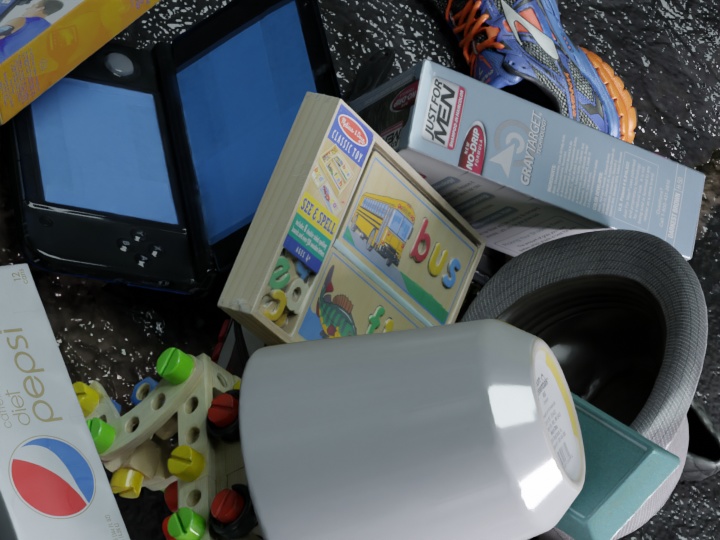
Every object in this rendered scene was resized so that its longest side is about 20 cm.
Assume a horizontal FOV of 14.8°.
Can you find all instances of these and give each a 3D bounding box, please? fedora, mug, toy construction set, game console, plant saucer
[{"bbox_3d":[0.131,0.081,1.599,0.090,0.176,0.200,54,35,-38],"label":"fedora"},{"bbox_3d":[0.033,0.080,1.467,0.150,0.153,0.187,55,25,-48],"label":"mug"},{"bbox_3d":[-0.095,0.130,1.511,0.092,0.131,0.201,25,45,-52],"label":"toy construction set"},{"bbox_3d":[-0.114,-0.096,1.639,0.170,0.118,0.200,10,43,-25],"label":"game console"},{"bbox_3d":[0.090,0.088,1.535,0.070,0.200,0.019,-46,129,-10],"label":"plant saucer"}]

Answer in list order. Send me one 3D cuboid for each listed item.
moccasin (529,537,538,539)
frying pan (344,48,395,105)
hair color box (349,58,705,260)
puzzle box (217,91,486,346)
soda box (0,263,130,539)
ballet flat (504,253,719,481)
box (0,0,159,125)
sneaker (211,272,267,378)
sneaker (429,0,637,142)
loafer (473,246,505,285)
[{"bbox_3d":[0.087,0.194,1.602,0.074,0.078,0.201,44,47,4],"label":"moccasin"},{"bbox_3d":[-0.020,-0.093,1.763,0.115,0.031,0.190,-12,21,-3],"label":"frying pan"},{"bbox_3d":[0.095,-0.054,1.660,0.199,0.099,0.061,20,69,-23],"label":"hair color box"},{"bbox_3d":[0.000,0.000,1.577,0.200,0.025,0.133,40,68,-54],"label":"puzzle box"},{"bbox_3d":[-0.190,0.098,1.513,0.068,0.064,0.200,-7,63,-34],"label":"soda box"},{"bbox_3d":[0.165,0.048,1.741,0.066,0.057,0.200,-44,98,-23],"label":"ballet flat"},{"bbox_3d":[-0.203,-0.160,1.661,0.119,0.042,0.200,13,40,29],"label":"box"},{"bbox_3d":[-0.041,0.031,1.628,0.071,0.098,0.201,20,52,-20],"label":"sneaker"},{"bbox_3d":[0.100,-0.148,1.858,0.200,0.075,0.078,48,51,9],"label":"sneaker"},{"bbox_3d":[0.094,-0.027,1.767,0.199,0.072,0.073,7,55,-28],"label":"loafer"}]
